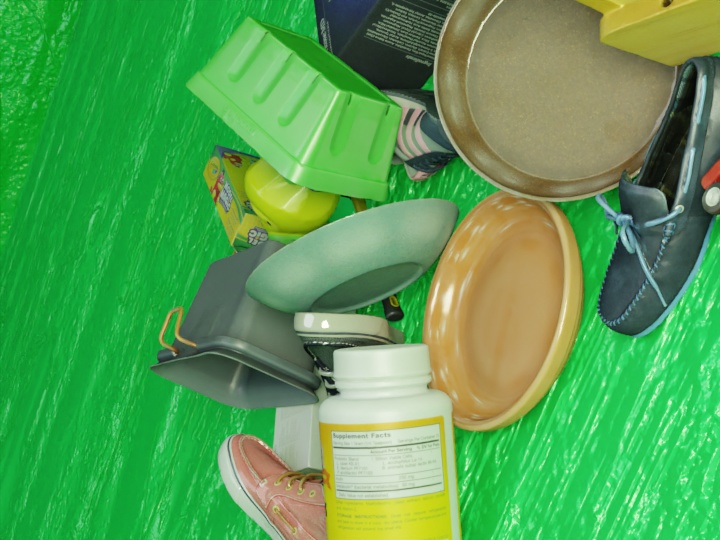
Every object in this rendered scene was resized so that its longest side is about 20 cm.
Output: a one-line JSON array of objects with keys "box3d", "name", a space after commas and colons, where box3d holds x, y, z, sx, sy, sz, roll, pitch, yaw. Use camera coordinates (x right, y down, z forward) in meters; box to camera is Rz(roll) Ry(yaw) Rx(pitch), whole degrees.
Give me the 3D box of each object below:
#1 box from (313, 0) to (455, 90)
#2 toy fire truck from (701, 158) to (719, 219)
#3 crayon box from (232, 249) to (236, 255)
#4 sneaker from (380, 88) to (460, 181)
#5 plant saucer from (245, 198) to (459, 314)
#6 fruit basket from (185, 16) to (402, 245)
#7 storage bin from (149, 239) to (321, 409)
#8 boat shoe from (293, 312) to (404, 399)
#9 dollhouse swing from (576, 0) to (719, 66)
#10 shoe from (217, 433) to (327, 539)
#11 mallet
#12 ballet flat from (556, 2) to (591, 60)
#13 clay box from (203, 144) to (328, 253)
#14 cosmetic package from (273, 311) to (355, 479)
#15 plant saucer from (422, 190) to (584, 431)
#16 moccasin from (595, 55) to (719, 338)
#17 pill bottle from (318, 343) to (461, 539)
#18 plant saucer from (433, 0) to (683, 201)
[{"box3d": [0.044, -0.290, 1.210, 0.200, 0.104, 0.148, -49, 37, 40], "name": "box"}, {"box3d": [0.281, -0.029, 0.682, 0.141, 0.049, 0.201, -53, 33, 35], "name": "toy fire truck"}, {"box3d": [-0.129, 0.039, 1.433, 0.201, 0.051, 0.126, -62, 29, 22], "name": "crayon box"}, {"box3d": [0.074, -0.118, 1.125, 0.200, 0.070, 0.082, -138, 50, -64], "name": "sneaker"}, {"box3d": [0.000, 0.000, 1.048, 0.201, 0.200, 0.039, -40, 67, 49], "name": "plant saucer"}, {"box3d": [-0.071, -0.113, 1.168, 0.215, 0.155, 0.217, -7, 80, 42], "name": "fruit basket"}, {"box3d": [-0.118, 0.050, 1.216, 0.200, 0.145, 0.135, -18, 50, 58], "name": "storage bin"}, {"box3d": [-0.007, 0.090, 1.062, 0.074, 0.200, 0.093, 1, 81, 20], "name": "boat shoe"}, {"box3d": [0.198, -0.269, 0.781, 0.181, 0.175, 0.201, -15, 62, 43], "name": "dollhouse swing"}, {"box3d": [-0.052, 0.212, 1.125, 0.200, 0.071, 0.091, 51, 122, 25], "name": "shoe"}, {"box3d": [0.018, -0.034, 1.215, 0.041, 0.066, 0.201, -54, 48, 42], "name": "mallet"}, {"box3d": [0.155, -0.160, 0.962, 0.201, 0.067, 0.067, -62, 3, 18], "name": "ballet flat"}, {"box3d": [-0.102, -0.068, 1.366, 0.048, 0.114, 0.200, -64, 29, 22], "name": "clay box"}, {"box3d": [-0.046, 0.114, 1.236, 0.082, 0.050, 0.201, -28, 53, 52], "name": "cosmetic package"}, {"box3d": [0.118, 0.033, 0.978, 0.200, 0.037, 0.201, -36, 47, 51], "name": "plant saucer"}, {"box3d": [0.202, -0.054, 0.824, 0.080, 0.068, 0.201, 39, 112, 61], "name": "moccasin"}, {"box3d": [0.023, 0.161, 0.963, 0.109, 0.109, 0.201, -6, 87, 62], "name": "pill bottle"}, {"box3d": [0.154, -0.150, 0.904, 0.199, 0.034, 0.201, -1, 88, 23], "name": "plant saucer"}]
